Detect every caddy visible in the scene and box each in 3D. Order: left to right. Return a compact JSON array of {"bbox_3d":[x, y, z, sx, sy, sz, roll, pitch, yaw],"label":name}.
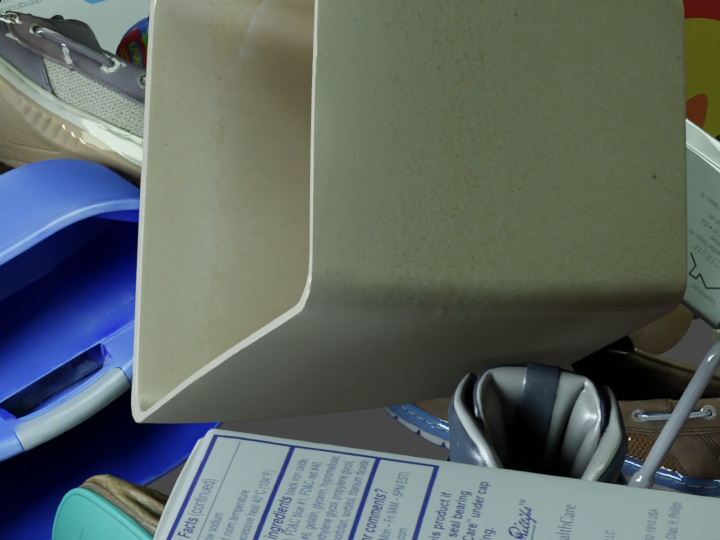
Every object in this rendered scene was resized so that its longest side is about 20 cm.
[{"bbox_3d":[-0.143,0.042,1.248,0.200,0.142,0.105,-32,35,-14],"label":"caddy"}]

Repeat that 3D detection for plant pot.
[{"bbox_3d":[0.025,-0.044,1.159,0.177,0.200,0.200,9,-19,-22],"label":"plant pot"}]

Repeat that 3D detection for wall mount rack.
[{"bbox_3d":[0.125,-0.001,1.277,0.200,0.174,0.075,38,-4,17],"label":"wall mount rack"}]

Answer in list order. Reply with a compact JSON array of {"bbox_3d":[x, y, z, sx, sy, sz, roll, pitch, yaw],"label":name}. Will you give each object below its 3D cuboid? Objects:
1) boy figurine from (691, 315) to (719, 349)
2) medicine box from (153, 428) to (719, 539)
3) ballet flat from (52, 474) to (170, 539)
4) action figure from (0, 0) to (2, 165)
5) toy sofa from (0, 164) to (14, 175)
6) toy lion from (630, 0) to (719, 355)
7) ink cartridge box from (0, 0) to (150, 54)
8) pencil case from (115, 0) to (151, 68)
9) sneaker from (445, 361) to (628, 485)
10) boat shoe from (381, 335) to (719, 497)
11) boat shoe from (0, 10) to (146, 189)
[{"bbox_3d":[0.240,0.034,1.412,0.124,0.065,0.200,-13,33,-29],"label":"boy figurine"},{"bbox_3d":[0.026,0.168,1.010,0.199,0.183,0.103,8,28,8],"label":"medicine box"},{"bbox_3d":[-0.055,0.146,1.185,0.072,0.068,0.200,7,17,-37],"label":"ballet flat"},{"bbox_3d":[-0.222,-0.116,1.397,0.193,0.201,0.105,17,-11,6],"label":"action figure"},{"bbox_3d":[-0.253,-0.032,1.459,0.200,0.083,0.097,27,32,36],"label":"toy sofa"},{"bbox_3d":[0.124,-0.071,1.386,0.200,0.192,0.069,24,7,-25],"label":"toy lion"},{"bbox_3d":[-0.127,-0.069,1.474,0.116,0.067,0.200,-22,63,-38],"label":"ink cartridge box"},{"bbox_3d":[-0.068,-0.032,1.377,0.087,0.201,0.078,-25,-26,34],"label":"pencil case"},{"bbox_3d":[0.072,0.088,1.208,0.077,0.147,0.202,2,27,0],"label":"sneaker"},{"bbox_3d":[0.100,0.052,1.351,0.199,0.073,0.072,14,30,20],"label":"boat shoe"},{"bbox_3d":[-0.142,-0.084,1.318,0.200,0.072,0.065,29,59,-2],"label":"boat shoe"}]
